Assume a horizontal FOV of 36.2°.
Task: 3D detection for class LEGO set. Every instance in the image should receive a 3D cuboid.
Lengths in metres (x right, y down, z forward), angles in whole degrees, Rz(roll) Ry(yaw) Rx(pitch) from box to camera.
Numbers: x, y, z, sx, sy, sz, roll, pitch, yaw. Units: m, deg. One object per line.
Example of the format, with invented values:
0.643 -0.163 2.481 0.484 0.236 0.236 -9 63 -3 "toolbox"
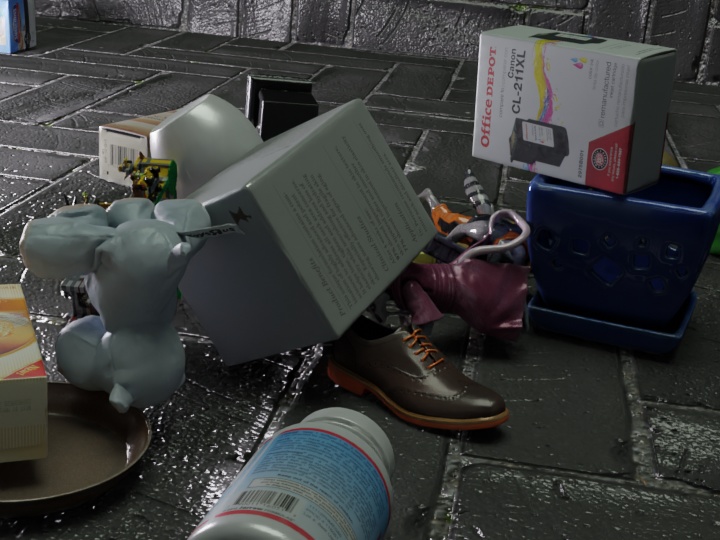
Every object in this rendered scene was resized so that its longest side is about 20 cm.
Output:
-0.259 -0.024 1.154 0.116 0.200 0.154 4 40 5 "LEGO set"

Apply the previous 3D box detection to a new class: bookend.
-0.107 -0.144 1.476 0.092 0.199 0.200 3 20 -11 "bookend"

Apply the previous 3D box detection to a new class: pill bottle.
-0.040 0.171 0.744 0.109 0.109 0.200 10 20 14 "pill bottle"

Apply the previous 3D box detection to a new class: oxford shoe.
0.051 0.093 1.035 0.200 0.073 0.071 18 23 32 "oxford shoe"

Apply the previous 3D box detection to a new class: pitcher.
-0.167 -0.082 1.243 0.171 0.200 0.121 -24 18 25 "pitcher"

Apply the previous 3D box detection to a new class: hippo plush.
-0.184 0.030 0.946 0.200 0.161 0.159 6 17 25 "hippo plush"

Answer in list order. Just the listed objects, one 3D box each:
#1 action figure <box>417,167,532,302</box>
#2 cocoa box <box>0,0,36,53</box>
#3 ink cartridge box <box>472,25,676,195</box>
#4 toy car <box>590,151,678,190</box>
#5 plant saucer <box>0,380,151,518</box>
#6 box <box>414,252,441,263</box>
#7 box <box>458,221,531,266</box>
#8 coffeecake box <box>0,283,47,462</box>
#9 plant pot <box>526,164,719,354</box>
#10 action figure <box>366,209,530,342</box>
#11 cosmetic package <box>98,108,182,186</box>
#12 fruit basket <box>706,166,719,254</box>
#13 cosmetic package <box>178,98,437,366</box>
0.130 -0.051 1.308 0.200 0.105 0.194 25 15 -32 "action figure"
-0.922 -0.616 2.711 0.200 0.134 0.131 8 21 11 "cocoa box"
0.225 -0.177 1.191 0.200 0.146 0.083 19 27 38 "ink cartridge box"
0.445 -0.142 1.762 0.200 0.158 0.164 34 25 -3 "toy car"
-0.269 0.144 0.883 0.200 0.032 0.200 5 20 -2 "plant saucer"
0.000 0.000 1.320 0.200 0.050 0.075 -10 24 -37 "box"
0.221 -0.035 1.509 0.200 0.021 0.164 6 20 3 "box"
-0.342 0.082 0.888 0.153 0.073 0.200 -3 21 -22 "coffeecake box"
0.297 -0.021 1.252 0.200 0.180 0.200 12 21 19 "plant pot"
0.086 0.018 1.152 0.200 0.149 0.134 3 22 -23 "action figure"
-0.308 -0.195 1.740 0.103 0.087 0.200 14 21 26 "cosmetic package"
0.603 -0.089 1.593 0.215 0.156 0.216 -12 13 3 "fruit basket"
-0.065 -0.038 1.089 0.166 0.168 0.200 -17 19 43 "cosmetic package"
